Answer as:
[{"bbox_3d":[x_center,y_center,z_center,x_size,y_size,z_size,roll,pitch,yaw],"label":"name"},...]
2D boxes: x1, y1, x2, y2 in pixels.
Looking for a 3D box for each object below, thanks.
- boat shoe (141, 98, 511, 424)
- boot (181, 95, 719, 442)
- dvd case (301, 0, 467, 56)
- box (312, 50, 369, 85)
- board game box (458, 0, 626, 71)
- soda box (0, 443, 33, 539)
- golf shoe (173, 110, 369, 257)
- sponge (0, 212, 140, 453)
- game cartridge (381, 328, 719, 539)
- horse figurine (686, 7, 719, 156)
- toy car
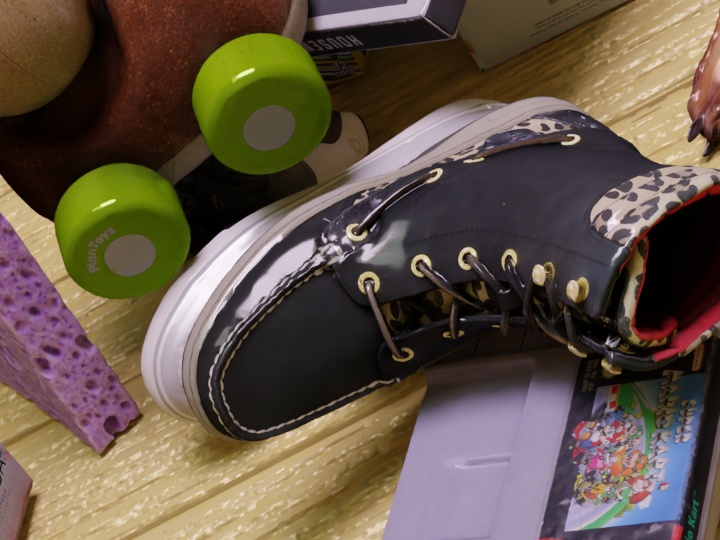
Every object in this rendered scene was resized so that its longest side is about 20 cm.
[{"bbox_3d":[0.000,0.000,0.948,0.199,0.072,0.068,-30,18,-11],"label":"boat shoe"},{"bbox_3d":[0.042,0.008,0.843,0.203,0.074,0.154,-33,25,-17],"label":"boot"},{"bbox_3d":[-0.007,-0.165,1.020,0.199,0.025,0.151,-1,65,51],"label":"dvd case"},{"bbox_3d":[-0.094,-0.117,1.155,0.199,0.070,0.064,-14,39,25],"label":"box"},{"bbox_3d":[0.067,-0.209,1.109,0.104,0.103,0.200,-26,37,10],"label":"board game box"},{"bbox_3d":[-0.246,0.119,0.999,0.199,0.069,0.064,-18,39,22],"label":"soda box"},{"bbox_3d":[-0.076,-0.055,1.083,0.094,0.078,0.199,-33,33,-31],"label":"golf shoe"},{"bbox_3d":[-0.176,-0.013,0.988,0.030,0.200,0.111,-42,38,-16],"label":"sponge"},{"bbox_3d":[0.069,0.086,0.831,0.129,0.038,0.201,-14,40,32],"label":"game cartridge"},{"bbox_3d":[0.190,-0.155,0.972,0.132,0.050,0.201,-26,57,33],"label":"horse figurine"},{"bbox_3d":[-0.133,-0.117,0.941,0.158,0.200,0.165,-41,40,14],"label":"toy car"}]
